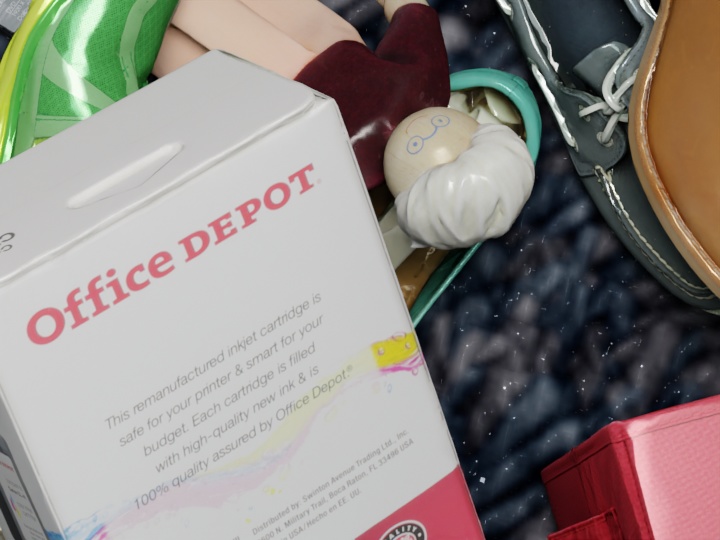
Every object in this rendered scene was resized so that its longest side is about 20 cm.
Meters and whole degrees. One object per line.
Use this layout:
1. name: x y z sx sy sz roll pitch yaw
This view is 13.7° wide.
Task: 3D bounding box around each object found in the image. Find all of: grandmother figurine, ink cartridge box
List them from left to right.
1. ink cartridge box: -0.057 0.047 1.027 0.147 0.086 0.200 -30 119 -21
2. grandmother figurine: -0.016 -0.064 1.104 0.200 0.061 0.121 32 85 35

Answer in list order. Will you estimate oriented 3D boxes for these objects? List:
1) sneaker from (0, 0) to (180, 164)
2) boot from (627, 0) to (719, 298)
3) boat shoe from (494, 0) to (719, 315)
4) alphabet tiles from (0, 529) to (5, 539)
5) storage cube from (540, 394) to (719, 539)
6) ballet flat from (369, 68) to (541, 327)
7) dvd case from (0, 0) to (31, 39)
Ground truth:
1. sneaker: -0.100 -0.033 1.085 0.083 0.074 0.200 22 84 7
2. boot: 0.165 -0.091 1.056 0.077 0.155 0.201 3 71 -31
3. boat shoe: 0.094 -0.070 1.143 0.073 0.062 0.200 -33 76 28
4. alphabet tiles: -0.162 0.060 1.112 0.200 0.008 0.168 25 81 6
5. storage cube: 0.179 0.129 1.070 0.199 0.171 0.180 -15 82 -7
6. ballet flat: 0.000 0.000 1.131 0.067 0.070 0.200 37 79 3
7. dvd case: -0.151 -0.187 1.183 0.200 0.016 0.149 33 80 2
